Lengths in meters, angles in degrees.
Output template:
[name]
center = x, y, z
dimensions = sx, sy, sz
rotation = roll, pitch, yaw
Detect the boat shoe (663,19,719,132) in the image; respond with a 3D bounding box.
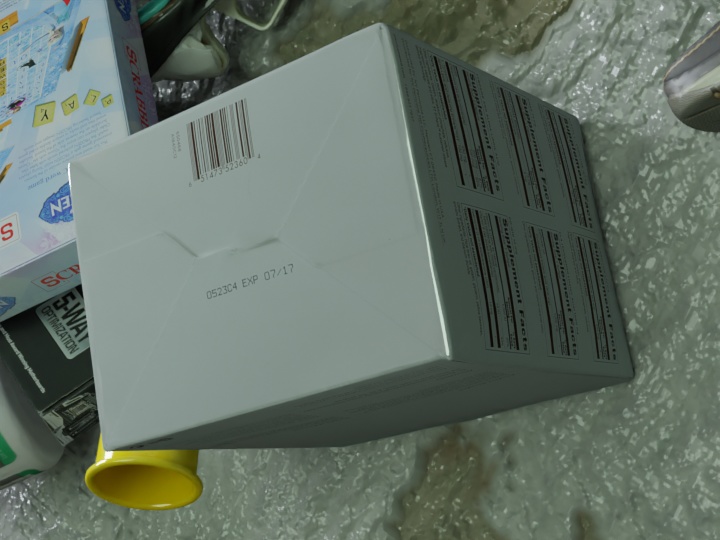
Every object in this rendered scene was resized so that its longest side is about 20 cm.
[boat shoe]
center = 0.224, -0.137, 0.585
dimensions = 0.199, 0.074, 0.074
rotation = -32, 58, 17

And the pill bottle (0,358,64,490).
[pill bottle]
center = -0.304, 0.112, 0.834
dimensions = 0.199, 0.113, 0.114
rotation = -23, 70, 1

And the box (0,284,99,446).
[box]
center = -0.171, -0.016, 0.793
dimensions = 0.157, 0.050, 0.200
rotation = -34, 61, -13

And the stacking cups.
[stacking cups]
center = -0.109, 0.025, 0.698
dimensions = 0.060, 0.060, 0.201
rotation = -22, 52, 30

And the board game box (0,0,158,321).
[board game box]
center = -0.211, -0.070, 0.745
dimensions = 0.199, 0.041, 0.201
rotation = -23, 60, 16

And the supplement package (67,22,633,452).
[supplement package]
center = 0.000, 0.000, 0.634
dimensions = 0.190, 0.199, 0.148
rotation = -17, 75, 30

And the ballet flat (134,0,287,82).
[ballet flat]
center = -0.093, -0.161, 0.789
dimensions = 0.200, 0.068, 0.068
rotation = -40, 104, 18
